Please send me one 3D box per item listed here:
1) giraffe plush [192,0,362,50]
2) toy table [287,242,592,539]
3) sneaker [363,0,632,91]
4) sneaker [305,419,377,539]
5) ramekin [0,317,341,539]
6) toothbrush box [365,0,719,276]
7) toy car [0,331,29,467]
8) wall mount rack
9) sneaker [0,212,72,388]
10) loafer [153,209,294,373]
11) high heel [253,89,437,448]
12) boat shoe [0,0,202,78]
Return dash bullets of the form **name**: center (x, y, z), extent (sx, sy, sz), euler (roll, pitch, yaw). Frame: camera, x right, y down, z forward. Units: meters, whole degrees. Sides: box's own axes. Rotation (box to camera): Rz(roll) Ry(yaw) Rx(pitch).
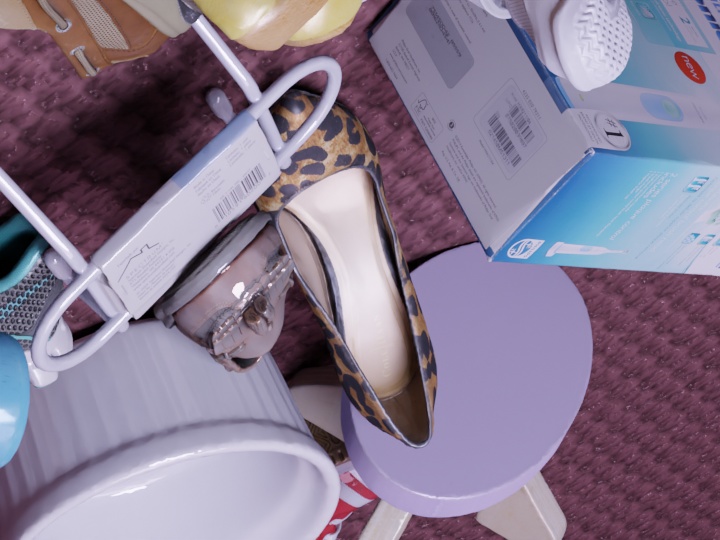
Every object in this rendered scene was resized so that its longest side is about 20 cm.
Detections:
- **giraffe plush**: center (-0.041, -0.204, 1.065), extent (0.200, 0.173, 0.162), euler (38, 104, -24)
- **toy table**: center (0.047, 0.086, 1.597), extent (0.200, 0.184, 0.117), euler (-41, 164, -38)
- **sneaker**: center (0.038, -0.136, 1.176), extent (0.114, 0.201, 0.075), euler (-27, 142, 10)
- **sneaker**: center (0.000, 0.124, 1.714), extent (0.199, 0.071, 0.113), euler (-12, 146, -13)
- **ramekin**: center (-0.119, 0.112, 1.540), extent (0.199, 0.098, 0.201), euler (-18, 151, -10)
- **toothbrush box**: center (0.122, -0.081, 1.395), extent (0.199, 0.147, 0.085), euler (5, 138, -46)
- **toy car**: center (-0.231, -0.034, 1.186), extent (0.183, 0.177, 0.201), euler (8, 108, -28)
- **wall mount rack**: center (-0.105, -0.055, 1.281), extent (0.200, 0.075, 0.174), euler (-45, 157, -9)
- **sneaker**: center (-0.228, 0.018, 1.341), extent (0.199, 0.078, 0.092), euler (-14, 133, -34)
- **loafer**: center (-0.059, 0.016, 1.400), extent (0.072, 0.063, 0.200), euler (-44, -177, -9)
- **high heel**: center (0.000, 0.000, 1.422), extent (0.071, 0.143, 0.200), euler (-25, 153, -6)
- **boat shoe**: center (-0.137, -0.130, 1.135), extent (0.074, 0.076, 0.200), euler (-39, 147, 8)
